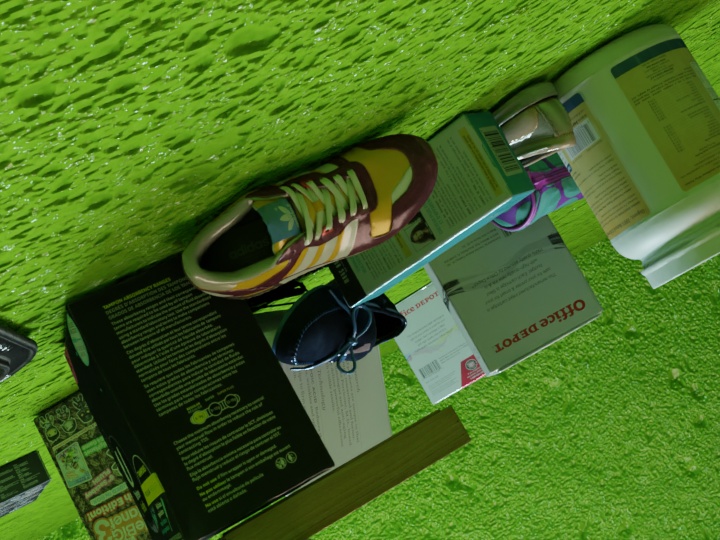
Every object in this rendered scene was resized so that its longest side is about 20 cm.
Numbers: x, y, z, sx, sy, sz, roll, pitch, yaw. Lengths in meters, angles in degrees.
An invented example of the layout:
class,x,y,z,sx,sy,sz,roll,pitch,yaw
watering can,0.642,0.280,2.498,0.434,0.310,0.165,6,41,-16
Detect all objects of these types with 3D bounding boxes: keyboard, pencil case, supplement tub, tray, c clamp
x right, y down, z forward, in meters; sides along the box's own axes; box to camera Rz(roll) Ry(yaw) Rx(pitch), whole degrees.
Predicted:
class,x,y,z,sx,sy,sz,roll,pitch,yaw
keyboard,-0.069,0.010,0.992,0.200,0.040,0.104,-22,169,-33
pencil case,0.213,-0.107,1.070,0.200,0.085,0.092,-23,-174,-37
supplement tub,0.264,-0.100,0.883,0.144,0.200,0.145,-28,172,-4
tray,-0.016,0.174,0.781,0.200,0.037,0.099,-26,170,-19
c clamp,-0.313,0.082,0.678,0.171,0.027,0.200,-34,170,-2

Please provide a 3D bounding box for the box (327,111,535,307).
class,x,y,z,sx,sy,sz,roll,pitch,yaw
box,0.050,-0.051,0.875,0.200,0.082,0.049,-35,170,35

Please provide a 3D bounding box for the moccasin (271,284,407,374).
class,x,y,z,sx,sy,sz,roll,pitch,yaw
moccasin,-0.011,0.050,0.959,0.200,0.068,0.081,-24,137,-59

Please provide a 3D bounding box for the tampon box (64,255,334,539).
class,x,y,z,sx,sy,sz,roll,pitch,yaw
tampon box,-0.138,0.109,0.792,0.126,0.200,0.150,-25,169,-24

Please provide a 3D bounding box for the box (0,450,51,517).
class,x,y,z,sx,sy,sz,roll,pitch,yaw
box,-0.516,0.314,1.294,0.200,0.044,0.160,-24,170,-31

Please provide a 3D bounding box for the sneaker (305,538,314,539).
class,x,y,z,sx,sy,sz,roll,pitch,yaw
sneaker,-0.050,0.275,0.758,0.073,0.112,0.200,-27,170,-24

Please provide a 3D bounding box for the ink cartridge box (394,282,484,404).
class,x,y,z,sx,sy,sz,roll,pitch,yaw
ink cartridge box,0.157,0.130,1.884,0.147,0.200,0.086,-32,172,23

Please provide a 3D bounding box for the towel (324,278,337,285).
class,x,y,z,sx,sy,sz,roll,pitch,yaw
towel,0.000,0.000,1.118,0.086,0.018,0.200,-32,-179,19

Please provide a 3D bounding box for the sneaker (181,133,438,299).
class,x,y,z,sx,sy,sz,roll,pitch,yaw
sneaker,-0.033,-0.038,0.709,0.200,0.075,0.090,-31,174,3

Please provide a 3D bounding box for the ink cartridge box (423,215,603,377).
class,x,y,z,sx,sy,sz,roll,pitch,yaw
ink cartridge box,0.159,0.000,1.131,0.146,0.200,0.086,-28,172,-3

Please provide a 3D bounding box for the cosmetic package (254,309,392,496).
class,x,y,z,sx,sy,sz,roll,pitch,yaw
cosmetic package,-0.089,0.133,1.063,0.165,0.165,0.200,-6,-176,28

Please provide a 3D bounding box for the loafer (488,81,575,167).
class,x,y,z,sx,sy,sz,roll,pitch,yaw
loafer,0.115,-0.093,0.899,0.072,0.063,0.200,-23,169,-39

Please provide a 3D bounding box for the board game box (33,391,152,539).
class,x,y,z,sx,sy,sz,roll,pitch,yaw
board game box,-0.252,0.228,1.119,0.097,0.200,0.159,-30,172,6
